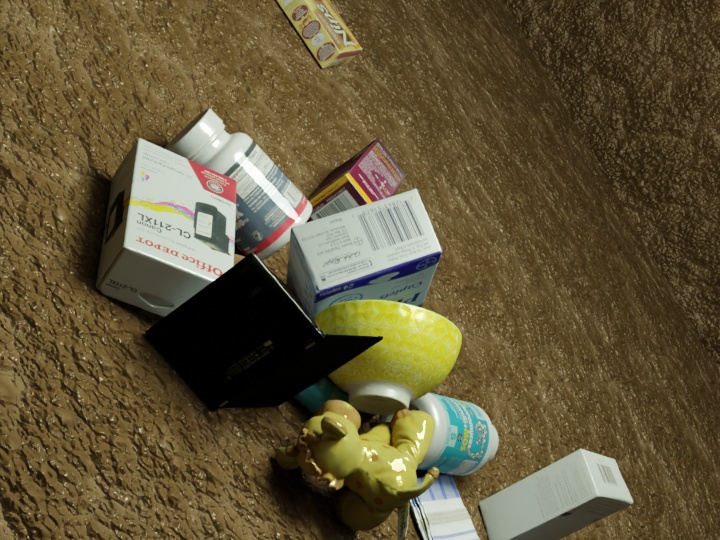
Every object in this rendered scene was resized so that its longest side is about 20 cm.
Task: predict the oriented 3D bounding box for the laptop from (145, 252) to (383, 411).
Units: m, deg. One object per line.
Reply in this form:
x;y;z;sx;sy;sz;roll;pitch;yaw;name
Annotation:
-0.114;0.079;1.352;0.200;0.187;0.116;50;27;-11;laptop

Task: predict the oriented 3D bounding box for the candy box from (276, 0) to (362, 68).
-0.089;-0.493;2.182;0.200;0.055;0.115;57;26;1;candy box

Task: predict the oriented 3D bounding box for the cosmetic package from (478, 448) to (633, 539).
0.294;0.355;1.704;0.113;0.200;0.081;21;41;-45;cosmetic package

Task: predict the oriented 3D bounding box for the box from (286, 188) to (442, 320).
0.000;0.000;1.544;0.200;0.183;0.105;102;-32;-65;box

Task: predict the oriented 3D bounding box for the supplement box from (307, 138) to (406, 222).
-0.011;-0.128;1.840;0.086;0.110;0.200;52;27;-9;supplement box

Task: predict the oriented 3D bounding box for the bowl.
0.030;0.128;1.478;0.200;0.200;0.108;31;55;-40;bowl

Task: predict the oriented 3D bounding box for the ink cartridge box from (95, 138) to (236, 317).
-0.233;-0.046;1.378;0.145;0.083;0.200;23;39;-25;ink cartridge box

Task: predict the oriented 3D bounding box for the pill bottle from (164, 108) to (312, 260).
-0.174;-0.120;1.552;0.200;0.119;0.120;47;28;-16;pill bottle

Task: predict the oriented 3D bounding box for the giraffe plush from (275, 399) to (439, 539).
-0.013;0.232;1.393;0.162;0.173;0.200;34;15;-16;giraffe plush

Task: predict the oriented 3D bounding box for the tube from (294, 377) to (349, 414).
-0.095;0.131;1.490;0.200;0.050;0.077;42;18;-16;tube

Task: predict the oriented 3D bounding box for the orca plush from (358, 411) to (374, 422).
0.001;0.117;1.627;0.105;0.071;0.200;34;34;-36;orca plush

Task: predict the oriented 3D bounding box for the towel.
0.135;0.385;1.603;0.147;0.024;0.200;11;51;-56;towel

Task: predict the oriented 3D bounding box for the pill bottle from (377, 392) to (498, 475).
0.122;0.241;1.646;0.200;0.111;0.111;19;44;-50;pill bottle

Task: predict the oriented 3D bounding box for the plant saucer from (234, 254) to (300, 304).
-0.145;0.048;1.469;0.200;0.029;0.200;31;29;-19;plant saucer
